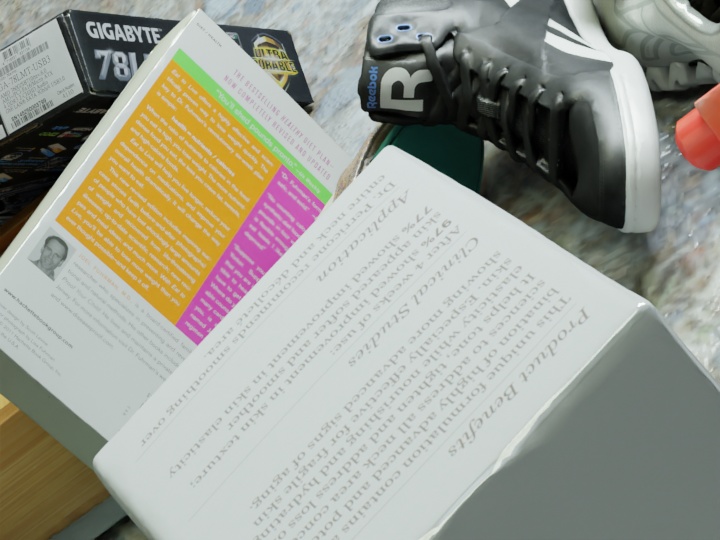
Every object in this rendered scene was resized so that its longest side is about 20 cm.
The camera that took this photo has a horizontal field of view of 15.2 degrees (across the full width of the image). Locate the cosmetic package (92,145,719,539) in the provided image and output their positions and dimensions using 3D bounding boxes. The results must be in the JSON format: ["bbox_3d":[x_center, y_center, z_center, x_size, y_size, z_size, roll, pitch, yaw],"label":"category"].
[{"bbox_3d":[0.042,0.090,0.932,0.167,0.166,0.200,-45,29,-4],"label":"cosmetic package"}]

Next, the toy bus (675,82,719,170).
[{"bbox_3d":[0.192,-0.082,0.955,0.192,0.136,0.200,-34,0,25],"label":"toy bus"}]

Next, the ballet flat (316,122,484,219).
[{"bbox_3d":[0.000,0.000,1.203,0.067,0.068,0.201,-25,32,41],"label":"ballet flat"}]

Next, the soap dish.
[{"bbox_3d":[-0.152,0.047,1.309,0.157,0.081,0.200,-36,31,12],"label":"soap dish"}]

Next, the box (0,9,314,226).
[{"bbox_3d":[-0.156,-0.068,1.375,0.198,0.050,0.200,-24,-10,30],"label":"box"}]

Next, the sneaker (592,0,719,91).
[{"bbox_3d":[0.148,-0.117,1.158,0.075,0.081,0.200,-48,28,-5],"label":"sneaker"}]

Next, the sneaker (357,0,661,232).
[{"bbox_3d":[0.057,-0.069,1.165,0.111,0.073,0.200,-6,30,-7],"label":"sneaker"}]

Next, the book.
[{"bbox_3d":[-0.081,-0.002,1.214,0.048,0.133,0.200,-33,19,52],"label":"book"}]
